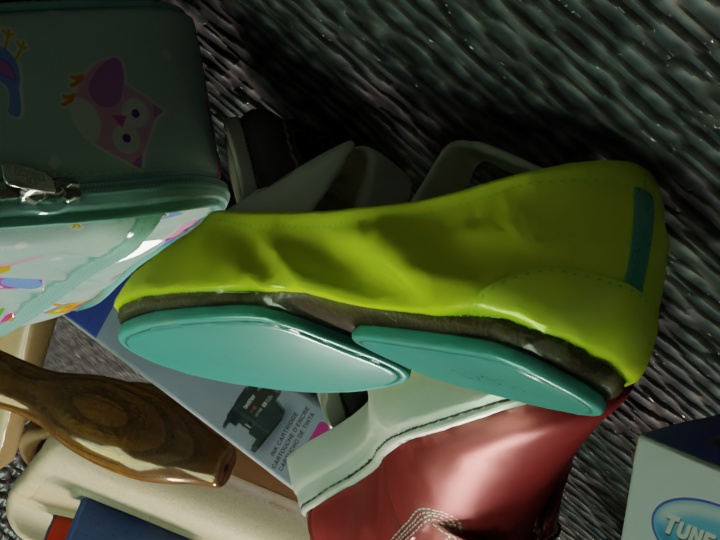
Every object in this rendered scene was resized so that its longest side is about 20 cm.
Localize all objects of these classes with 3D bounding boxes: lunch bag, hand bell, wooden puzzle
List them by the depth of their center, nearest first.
[{"bbox_3d":[-0.134,-0.023,0.692,0.160,0.077,0.200,-3,170,-28],"label":"lunch bag"},{"bbox_3d":[-0.136,0.038,0.817,0.199,0.104,0.104,20,163,17],"label":"hand bell"},{"bbox_3d":[-0.062,0.131,0.940,0.185,0.046,0.200,24,161,-8],"label":"wooden puzzle"}]

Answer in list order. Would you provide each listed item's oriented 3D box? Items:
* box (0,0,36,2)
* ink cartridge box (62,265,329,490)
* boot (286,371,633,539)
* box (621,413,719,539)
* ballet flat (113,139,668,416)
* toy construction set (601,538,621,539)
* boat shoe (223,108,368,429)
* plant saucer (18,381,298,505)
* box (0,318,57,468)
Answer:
[{"bbox_3d":[-0.180,-0.145,0.717,0.200,0.049,0.160,38,167,8],"label":"box"},{"bbox_3d":[-0.038,0.036,0.886,0.200,0.042,0.119,32,-168,23],"label":"ink cartridge box"},{"bbox_3d":[0.046,0.098,0.667,0.200,0.072,0.145,132,122,-64],"label":"boot"},{"bbox_3d":[0.109,0.125,0.517,0.119,0.201,0.041,19,-159,40],"label":"box"},{"bbox_3d":[0.007,-0.002,0.582,0.067,0.067,0.200,27,165,-33],"label":"ballet flat"},{"bbox_3d":[0.082,0.175,0.912,0.092,0.131,0.200,38,169,4],"label":"toy construction set"},{"bbox_3d":[0.000,0.000,0.721,0.200,0.057,0.067,70,-177,-62],"label":"boat shoe"},{"bbox_3d":[-0.050,0.098,0.964,0.199,0.038,0.200,18,160,7],"label":"plant saucer"},{"bbox_3d":[-0.175,-0.036,0.870,0.163,0.021,0.200,42,135,19],"label":"box"}]
